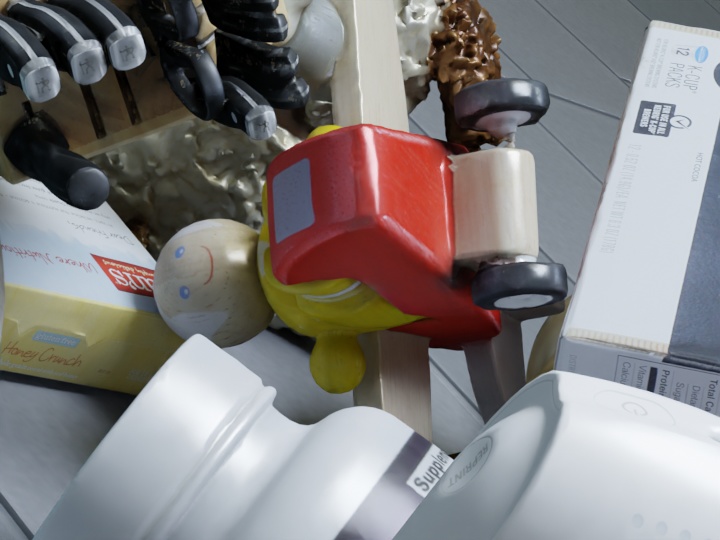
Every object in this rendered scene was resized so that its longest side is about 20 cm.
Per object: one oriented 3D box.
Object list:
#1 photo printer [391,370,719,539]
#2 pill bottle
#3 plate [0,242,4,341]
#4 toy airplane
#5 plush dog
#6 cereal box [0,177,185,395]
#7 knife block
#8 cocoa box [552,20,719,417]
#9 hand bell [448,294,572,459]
[{"bbox_3d":[0.058,0.131,0.657,0.166,0.200,0.069,33,17,-13],"label":"photo printer"},{"bbox_3d":[0.008,0.110,0.768,0.200,0.111,0.111,37,17,2],"label":"pill bottle"},{"bbox_3d":[-0.143,-0.021,0.772,0.200,0.026,0.201,-16,90,-73],"label":"plate"},{"bbox_3d":[0.000,0.000,0.940,0.141,0.199,0.200,-6,32,4],"label":"toy airplane"},{"bbox_3d":[-0.040,-0.074,1.059,0.200,0.172,0.160,39,17,5],"label":"plush dog"},{"bbox_3d":[-0.159,-0.039,0.959,0.144,0.040,0.200,14,28,-52],"label":"cereal box"},{"bbox_3d":[-0.104,-0.067,0.834,0.176,0.200,0.064,-46,124,-56],"label":"knife block"},{"bbox_3d":[0.143,0.027,0.954,0.131,0.134,0.200,11,38,8],"label":"cocoa box"},{"bbox_3d":[0.065,0.076,1.066,0.104,0.104,0.200,42,30,17],"label":"hand bell"}]
